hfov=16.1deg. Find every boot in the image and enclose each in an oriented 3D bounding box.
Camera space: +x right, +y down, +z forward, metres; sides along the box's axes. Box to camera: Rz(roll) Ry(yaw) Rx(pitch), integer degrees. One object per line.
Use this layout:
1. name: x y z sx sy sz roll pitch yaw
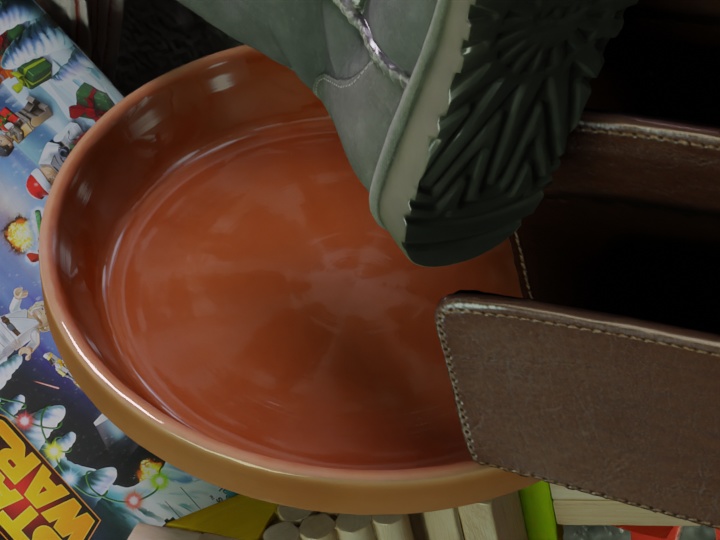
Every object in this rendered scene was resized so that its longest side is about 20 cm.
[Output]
1. boot: -0.010 -0.121 0.644 0.200 0.072 0.182 52 129 33

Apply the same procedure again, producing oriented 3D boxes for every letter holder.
1. letter holder: 0.126 -0.003 0.651 0.199 0.101 0.142 14 148 23

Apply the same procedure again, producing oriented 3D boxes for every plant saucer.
1. plant saucer: 0.000 0.000 0.795 0.200 0.200 0.032 29 139 25

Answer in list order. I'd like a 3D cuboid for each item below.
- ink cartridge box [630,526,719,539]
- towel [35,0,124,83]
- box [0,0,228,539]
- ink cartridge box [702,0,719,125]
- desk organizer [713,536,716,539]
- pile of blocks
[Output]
1. ink cartridge box: 0.145 0.097 0.776 0.173 0.043 0.201 -10 80 39
2. towel: -0.161 -0.146 0.911 0.200 0.032 0.191 45 160 10
3. box: -0.098 0.021 0.839 0.200 0.137 0.040 46 160 7
4. ink cartridge box: 0.064 -0.143 0.687 0.144 0.084 0.200 28 155 25
5. desk organizer: 0.184 0.174 0.824 0.200 0.077 0.072 43 102 34
6. pile of blocks: 0.020 0.077 0.799 0.082 0.199 0.062 -113 8 -51
